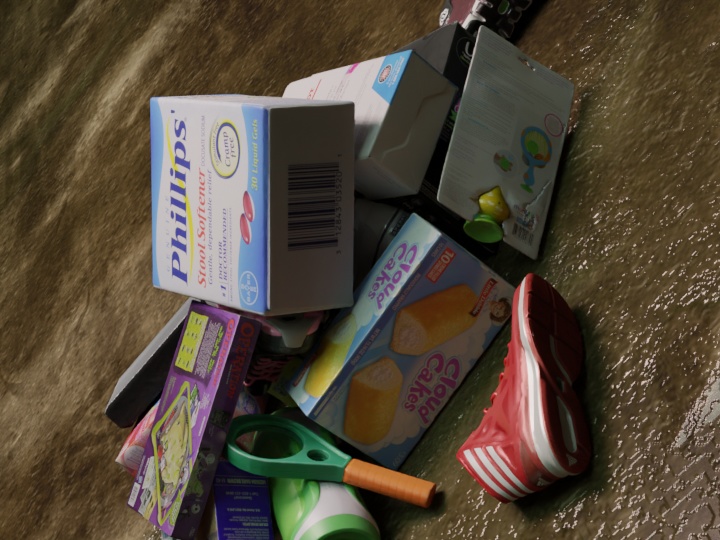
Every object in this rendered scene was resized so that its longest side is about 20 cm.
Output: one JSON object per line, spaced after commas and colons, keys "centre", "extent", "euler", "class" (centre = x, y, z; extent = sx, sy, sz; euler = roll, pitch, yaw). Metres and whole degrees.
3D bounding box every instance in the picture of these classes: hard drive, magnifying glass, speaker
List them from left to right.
{"centre": [-0.204, 0.090, 1.691], "extent": [0.140, 0.033, 0.200], "euler": [-49, 7, 0], "class": "hard drive"}
{"centre": [-0.042, 0.205, 1.472], "extent": [0.089, 0.088, 0.200], "euler": [-49, 29, 11], "class": "speaker"}
{"centre": [-0.030, 0.168, 1.426], "extent": [0.080, 0.198, 0.023], "euler": [-44, -33, -60], "class": "magnifying glass"}

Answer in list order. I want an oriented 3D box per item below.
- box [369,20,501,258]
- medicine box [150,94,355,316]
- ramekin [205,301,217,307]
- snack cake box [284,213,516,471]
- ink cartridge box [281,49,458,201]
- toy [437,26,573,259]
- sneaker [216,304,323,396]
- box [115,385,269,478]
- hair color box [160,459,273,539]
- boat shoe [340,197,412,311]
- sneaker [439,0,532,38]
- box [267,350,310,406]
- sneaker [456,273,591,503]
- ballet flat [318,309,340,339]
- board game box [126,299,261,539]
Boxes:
{"centre": [0.064, -0.114, 1.603], "extent": [0.148, 0.124, 0.201], "euler": [-18, 45, 46], "class": "box"}
{"centre": [-0.101, -0.065, 1.481], "extent": [0.199, 0.102, 0.184], "euler": [10, 103, 51], "class": "medicine box"}
{"centre": [-0.105, -0.057, 1.685], "extent": [0.202, 0.094, 0.203], "euler": [-36, 13, 10], "class": "ramekin"}
{"centre": [0.039, 0.065, 1.464], "extent": [0.201, 0.115, 0.067], "euler": [-54, 29, 3], "class": "snack cake box"}
{"centre": [-0.010, -0.128, 1.531], "extent": [0.199, 0.068, 0.116], "euler": [-4, 58, 53], "class": "ink cartridge box"}
{"centre": [0.127, -0.114, 1.510], "extent": [0.047, 0.115, 0.201], "euler": [-33, 36, 49], "class": "toy"}
{"centre": [-0.085, 0.072, 1.524], "extent": [0.200, 0.078, 0.096], "euler": [-167, 80, -73], "class": "sneaker"}
{"centre": [-0.162, 0.151, 1.633], "extent": [0.103, 0.095, 0.200], "euler": [-47, 8, 13], "class": "box"}
{"centre": [-0.125, 0.282, 1.454], "extent": [0.109, 0.064, 0.202], "euler": [-35, 57, 48], "class": "hair color box"}
{"centre": [0.000, 0.000, 1.554], "extent": [0.072, 0.065, 0.200], "euler": [-59, -7, -28], "class": "boat shoe"}
{"centre": [0.140, -0.307, 1.745], "extent": [0.201, 0.075, 0.115], "euler": [-55, 26, 2], "class": "sneaker"}
{"centre": [-0.087, 0.074, 1.687], "extent": [0.050, 0.075, 0.200], "euler": [-50, 30, 9], "class": "box"}
{"centre": [0.121, 0.100, 1.345], "extent": [0.115, 0.078, 0.201], "euler": [-34, 34, 31], "class": "sneaker"}
{"centre": [-0.010, -0.018, 1.694], "extent": [0.067, 0.046, 0.201], "euler": [-4, 57, 55], "class": "ballet flat"}
{"centre": [-0.151, 0.132, 1.464], "extent": [0.120, 0.032, 0.202], "euler": [13, 85, 67], "class": "board game box"}
